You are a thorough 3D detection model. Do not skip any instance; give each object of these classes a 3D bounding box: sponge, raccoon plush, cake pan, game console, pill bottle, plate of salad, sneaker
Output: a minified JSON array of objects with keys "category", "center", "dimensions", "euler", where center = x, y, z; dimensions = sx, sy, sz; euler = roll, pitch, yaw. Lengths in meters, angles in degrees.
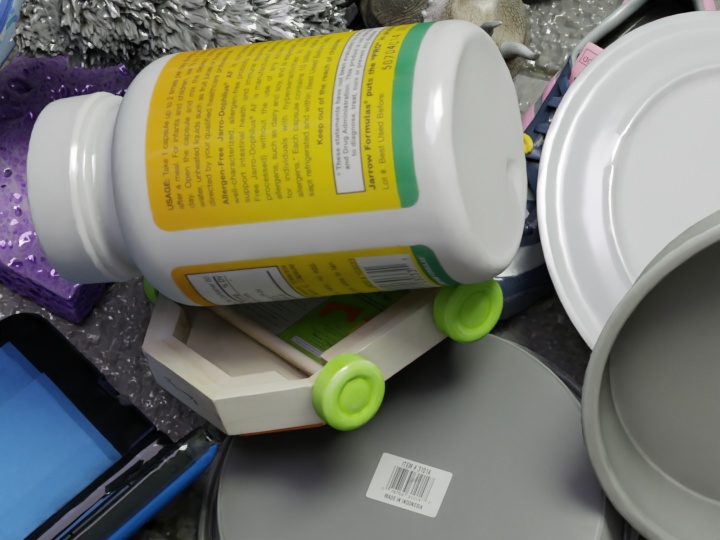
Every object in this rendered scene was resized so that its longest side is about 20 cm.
[{"category":"sponge","center":[-0.128,-0.077,1.371],"dimensions":[0.111,0.030,0.200],"euler":[29,68,21]},{"category":"raccoon plush","center":[-0.061,-0.113,1.260],"dimensions":[0.200,0.134,0.097],"euler":[17,100,39]},{"category":"cake pan","center":[0.024,0.107,1.236],"dimensions":[0.200,0.037,0.201],"euler":[-3,60,6]},{"category":"game console","center":[-0.181,0.107,1.231],"dimensions":[0.200,0.171,0.118],"euler":[-41,91,-15]},{"category":"cake pan","center":[0.193,0.047,1.181],"dimensions":[0.200,0.201,0.037],"euler":[-7,32,3]},{"category":"pill bottle","center":[-0.038,-0.043,1.195],"dimensions":[0.200,0.113,0.113],"euler":[-6,59,21]},{"category":"plate of salad","center":[0.172,-0.022,1.274],"dimensions":[0.200,0.048,0.200],"euler":[4,77,-16]},{"category":"sneaker","center":[0.098,-0.066,1.305],"dimensions":[0.070,0.082,0.200],"euler":[32,70,22]}]

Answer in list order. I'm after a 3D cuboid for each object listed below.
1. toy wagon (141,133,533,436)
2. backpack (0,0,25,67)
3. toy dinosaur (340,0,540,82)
[{"category":"toy wagon","center":[0.000,0.000,1.252],"dimensions":[0.200,0.040,0.155],"euler":[-34,37,-20]},{"category":"backpack","center":[-0.244,-0.120,1.317],"dimensions":[0.153,0.200,0.163],"euler":[2,47,-25]},{"category":"toy dinosaur","center":[0.017,-0.133,1.331],"dimensions":[0.102,0.077,0.200],"euler":[-52,56,26]}]
